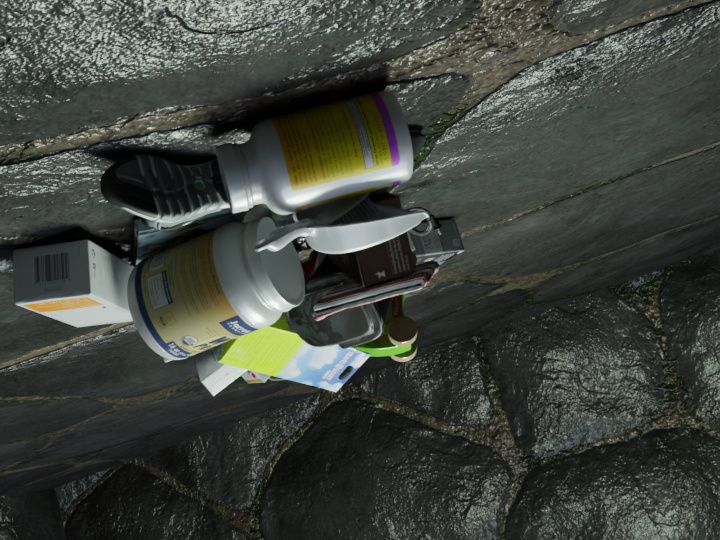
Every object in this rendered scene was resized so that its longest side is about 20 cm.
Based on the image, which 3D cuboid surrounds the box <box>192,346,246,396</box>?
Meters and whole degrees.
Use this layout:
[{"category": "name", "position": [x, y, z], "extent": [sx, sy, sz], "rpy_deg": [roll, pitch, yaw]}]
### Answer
[{"category": "box", "position": [-0.191, 0.109, 1.784], "extent": [0.200, 0.041, 0.156], "rpy_deg": [-37, -157, -3]}]

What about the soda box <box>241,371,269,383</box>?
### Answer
[{"category": "soda box", "position": [-0.141, 0.107, 1.862], "extent": [0.200, 0.064, 0.068], "rpy_deg": [-49, -162, -28]}]

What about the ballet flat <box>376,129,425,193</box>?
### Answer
[{"category": "ballet flat", "position": [-0.001, -0.123, 1.283], "extent": [0.199, 0.074, 0.073], "rpy_deg": [-11, 167, -28]}]

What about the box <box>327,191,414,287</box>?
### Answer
[{"category": "box", "position": [0.001, -0.052, 1.354], "extent": [0.074, 0.101, 0.200], "rpy_deg": [-15, -166, -9]}]

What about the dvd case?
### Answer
[{"category": "dvd case", "position": [-0.233, -0.044, 1.419], "extent": [0.145, 0.022, 0.200], "rpy_deg": [-14, 167, -18]}]

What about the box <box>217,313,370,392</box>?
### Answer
[{"category": "box", "position": [-0.099, 0.115, 1.579], "extent": [0.199, 0.048, 0.122], "rpy_deg": [17, 138, -24]}]

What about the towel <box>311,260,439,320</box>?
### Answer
[{"category": "towel", "position": [0.023, 0.024, 1.314], "extent": [0.143, 0.023, 0.200], "rpy_deg": [-16, -176, 10]}]

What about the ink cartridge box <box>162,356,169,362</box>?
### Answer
[{"category": "ink cartridge box", "position": [-0.216, 0.064, 1.688], "extent": [0.199, 0.086, 0.146], "rpy_deg": [-22, -178, 32]}]

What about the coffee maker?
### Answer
[{"category": "coffee maker", "position": [0.000, 0.000, 1.521], "extent": [0.192, 0.135, 0.200], "rpy_deg": [-43, -166, 32]}]

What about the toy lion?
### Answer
[{"category": "toy lion", "position": [-0.005, 0.042, 1.669], "extent": [0.190, 0.201, 0.069], "rpy_deg": [0, 147, 2]}]

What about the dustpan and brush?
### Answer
[{"category": "dustpan and brush", "position": [-0.037, -0.050, 1.147], "extent": [0.139, 0.058, 0.200], "rpy_deg": [14, -141, 42]}]

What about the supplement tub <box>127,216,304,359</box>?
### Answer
[{"category": "supplement tub", "position": [-0.187, 0.022, 1.383], "extent": [0.199, 0.145, 0.144], "rpy_deg": [-21, 167, 19]}]

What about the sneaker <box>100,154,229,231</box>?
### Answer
[{"category": "sneaker", "position": [-0.226, -0.074, 1.177], "extent": [0.115, 0.076, 0.199], "rpy_deg": [-24, 168, 37]}]

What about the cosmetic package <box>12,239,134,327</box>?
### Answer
[{"category": "cosmetic package", "position": [-0.360, 0.021, 1.368], "extent": [0.101, 0.072, 0.200], "rpy_deg": [-7, 168, 6]}]

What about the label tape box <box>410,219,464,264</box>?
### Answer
[{"category": "label tape box", "position": [0.055, -0.027, 1.797], "extent": [0.199, 0.067, 0.143], "rpy_deg": [-10, 166, -40]}]

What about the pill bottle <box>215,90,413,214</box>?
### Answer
[{"category": "pill bottle", "position": [-0.050, -0.121, 1.135], "extent": [0.199, 0.105, 0.104], "rpy_deg": [-15, 168, -9]}]

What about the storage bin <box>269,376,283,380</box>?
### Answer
[{"category": "storage bin", "position": [-0.169, 0.127, 2.052], "extent": [0.134, 0.147, 0.200], "rpy_deg": [7, -177, 32]}]

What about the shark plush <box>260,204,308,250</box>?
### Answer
[{"category": "shark plush", "position": [-0.090, -0.063, 1.361], "extent": [0.090, 0.084, 0.200], "rpy_deg": [-15, 164, -6]}]
